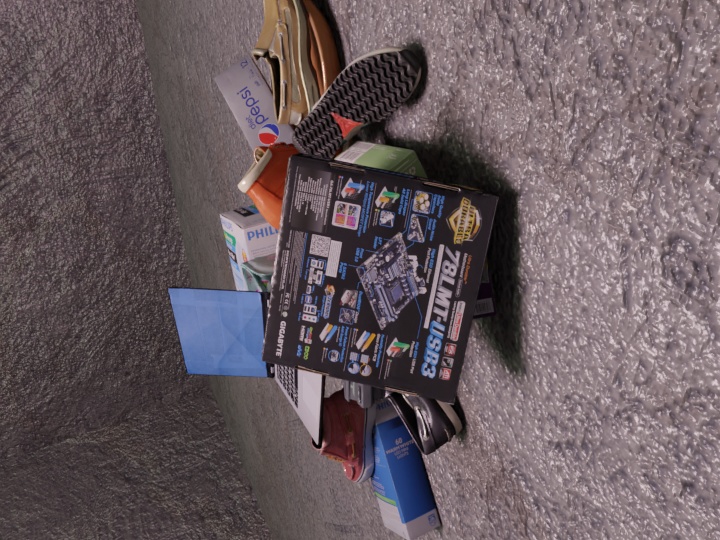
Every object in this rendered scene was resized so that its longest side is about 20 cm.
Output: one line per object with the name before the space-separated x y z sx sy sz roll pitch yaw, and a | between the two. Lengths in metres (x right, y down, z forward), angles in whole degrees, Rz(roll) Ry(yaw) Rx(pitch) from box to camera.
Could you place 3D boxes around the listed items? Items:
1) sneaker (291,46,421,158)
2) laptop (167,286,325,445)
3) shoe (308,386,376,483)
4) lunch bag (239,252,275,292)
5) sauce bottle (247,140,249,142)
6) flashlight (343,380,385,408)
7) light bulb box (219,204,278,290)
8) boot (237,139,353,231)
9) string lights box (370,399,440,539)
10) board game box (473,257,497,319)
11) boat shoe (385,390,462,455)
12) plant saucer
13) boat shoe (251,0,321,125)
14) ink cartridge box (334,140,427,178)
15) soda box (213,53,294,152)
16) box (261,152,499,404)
sneaker | -0.001 -0.204 0.707 0.070 0.094 0.198 41 139 -17
laptop | -0.143 0.127 0.786 0.201 0.114 0.190 49 150 32
shoe | -0.031 0.250 0.902 0.072 0.089 0.204 50 146 45
lunch bag | -0.069 0.037 0.902 0.202 0.167 0.123 57 154 30
sauce bottle | -0.121 -0.139 0.996 0.066 0.065 0.203 16 134 65
flashlight | 0.003 0.042 0.685 0.067 0.067 0.205 13 111 40
light bulb box | -0.177 -0.016 1.198 0.197 0.122 0.205 26 129 62
boot | -0.079 -0.141 0.789 0.107 0.202 0.075 39 139 -14
string lights box | 0.048 0.290 0.934 0.102 0.058 0.205 -23 82 68
board game box | 0.030 0.002 0.621 0.032 0.195 0.123 -66 -35 -74
boat shoe | 0.041 0.139 0.770 0.201 0.062 0.073 49 162 13
plant saucer | -0.075 -0.289 0.880 0.200 0.037 0.204 48 145 49
boat shoe | -0.107 -0.294 0.804 0.071 0.075 0.205 -5 99 68
ink cartridge box | 0.054 -0.048 0.717 0.202 0.048 0.145 59 167 -26
soda box | -0.140 -0.215 0.906 0.202 0.067 0.063 59 -176 19
box | 0.015 0.007 0.585 0.050 0.193 0.205 -68 -12 -77
